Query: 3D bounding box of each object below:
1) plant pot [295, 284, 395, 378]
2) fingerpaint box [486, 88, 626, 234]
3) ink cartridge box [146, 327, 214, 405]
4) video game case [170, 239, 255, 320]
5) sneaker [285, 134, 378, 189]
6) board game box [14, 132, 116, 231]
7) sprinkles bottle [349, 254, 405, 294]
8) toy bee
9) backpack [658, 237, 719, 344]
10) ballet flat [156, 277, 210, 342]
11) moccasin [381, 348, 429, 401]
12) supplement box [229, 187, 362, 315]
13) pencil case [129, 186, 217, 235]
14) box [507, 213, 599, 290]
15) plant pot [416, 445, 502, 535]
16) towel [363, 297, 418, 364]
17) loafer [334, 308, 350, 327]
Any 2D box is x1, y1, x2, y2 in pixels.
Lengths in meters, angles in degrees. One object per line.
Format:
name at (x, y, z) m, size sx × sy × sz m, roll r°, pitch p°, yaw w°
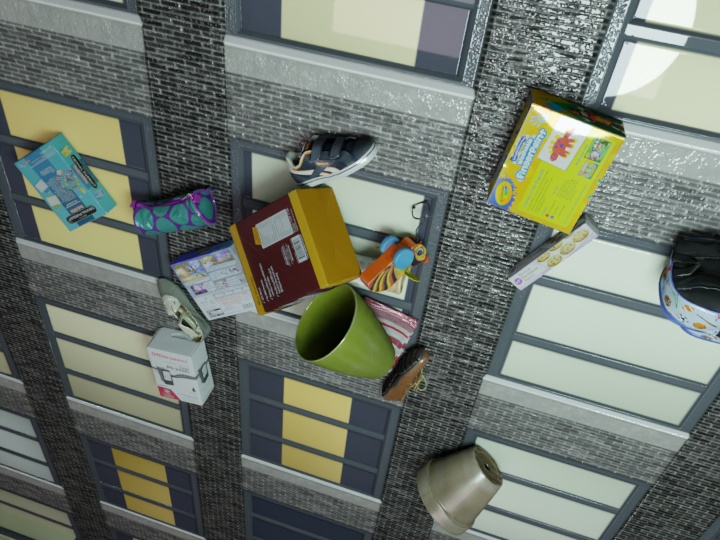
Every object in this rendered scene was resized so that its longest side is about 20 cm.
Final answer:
plant pot at (-0.014, 0.160, 1.362) m, size 0.185 × 0.190 × 0.199 m, roll -25°, pitch 133°, yaw 33°
fingerpaint box at (0.336, -0.188, 1.054) m, size 0.164 × 0.074 × 0.202 m, roll 20°, pitch 130°, yaw 3°
ink cartridge box at (-0.510, 0.273, 1.708) m, size 0.142 × 0.084 × 0.203 m, roll 10°, pitch 129°, yaw 13°
video game case at (-0.342, 0.026, 1.483) m, size 0.197 × 0.046 × 0.183 m, roll -13°, pitch 122°, yaw 27°
sneaker at (-0.064, -0.223, 1.171) m, size 0.197 × 0.079 × 0.080 m, roll -16°, pitch 125°, yaw 31°
board game box at (-0.704, -0.206, 1.438) m, size 0.149 × 0.047 × 0.202 m, roll -16°, pitch 119°, yaw 29°
sprinkles bottle at (0.000, 0.000, 1.323) m, size 0.196 × 0.069 × 0.069 m, roll 12°, pitch 129°, yaw 11°
toy bee at (0.097, -0.025, 1.243) m, size 0.198 × 0.132 × 0.108 m, roll -33°, pitch 139°, yaw 18°
backpack at (0.629, 0.033, 1.056) m, size 0.187 × 0.202 × 0.155 m, roll 17°, pitch 144°, yaw 11°
ballet flat at (-0.471, 0.108, 1.582) m, size 0.067 × 0.064 × 0.201 m, roll -22°, pitch 116°, yaw 32°
moccasin at (0.121, 0.262, 1.478) m, size 0.076 × 0.074 × 0.203 m, roll 20°, pitch 128°, yaw -10°
supplement box at (-0.135, -0.039, 1.250) m, size 0.198 × 0.132 × 0.201 m, roll -22°, pitch 86°, yaw 33°
pencil case at (-0.422, -0.133, 1.366) m, size 0.196 × 0.086 × 0.093 m, roll -7°, pitch 139°, yaw 24°
box at (0.376, -0.034, 1.180) m, size 0.041 × 0.039 × 0.200 m, roll 39°, pitch 129°, yaw -11°
plant pot at (0.274, 0.561, 1.592) m, size 0.199 × 0.201 × 0.173 m, roll 41°, pitch 112°, yaw -14°
towel at (0.041, 0.162, 1.457) m, size 0.142 × 0.023 × 0.202 m, roll 23°, pitch 130°, yaw -2°
loafer at (-0.080, 0.158, 1.476) m, size 0.071 × 0.063 × 0.200 m, roll 33°, pitch 130°, yaw -9°
